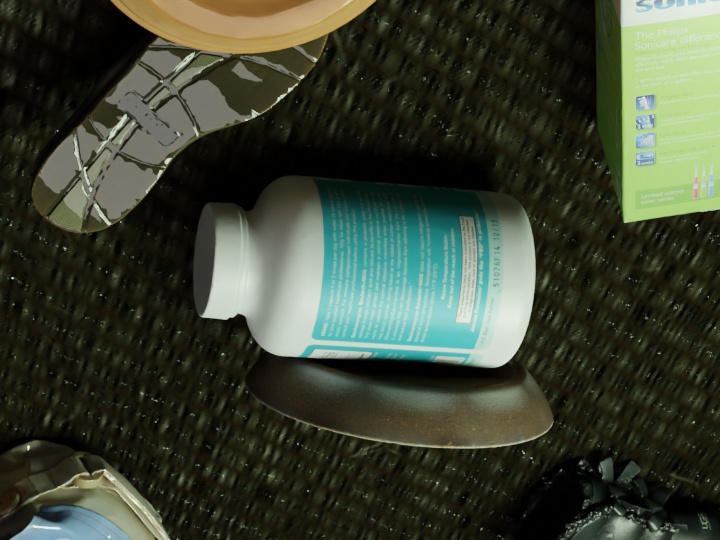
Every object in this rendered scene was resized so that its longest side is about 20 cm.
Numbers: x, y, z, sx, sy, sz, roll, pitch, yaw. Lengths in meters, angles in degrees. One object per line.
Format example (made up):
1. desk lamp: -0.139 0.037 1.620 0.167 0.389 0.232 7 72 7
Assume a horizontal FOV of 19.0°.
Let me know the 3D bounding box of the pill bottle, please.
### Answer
1. pill bottle: 0.000 0.000 1.322 0.198 0.111 0.111 4 136 -16

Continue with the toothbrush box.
1. toothbrush box: 0.212 -0.134 1.236 0.144 0.087 0.201 -9 139 0

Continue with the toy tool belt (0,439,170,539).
1. toy tool belt: -0.218 0.186 1.472 0.124 0.124 0.200 -33 133 23

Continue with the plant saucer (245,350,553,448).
1. plant saucer: 0.027 0.068 1.367 0.198 0.200 0.032 5 102 -16

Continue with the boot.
1. boot: 0.181 0.233 1.640 0.161 0.074 0.199 17 124 -30

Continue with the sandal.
1. sandal: -0.108 -0.101 1.226 0.200 0.055 0.082 -43 116 10

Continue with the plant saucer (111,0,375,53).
1. plant saucer: -0.055 -0.197 1.123 0.198 0.038 0.202 -6 127 -8
